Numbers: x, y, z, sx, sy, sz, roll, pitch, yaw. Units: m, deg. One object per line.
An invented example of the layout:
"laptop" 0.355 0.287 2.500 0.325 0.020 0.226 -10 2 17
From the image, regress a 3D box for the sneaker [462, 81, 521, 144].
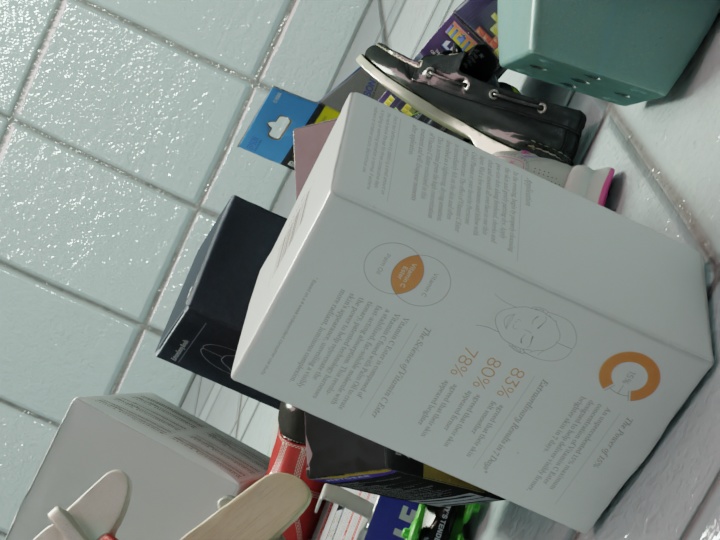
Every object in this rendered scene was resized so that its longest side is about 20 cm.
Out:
"sneaker" 0.072 -0.066 1.459 0.201 0.081 0.074 -66 8 -17

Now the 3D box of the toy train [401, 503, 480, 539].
"toy train" 0.069 0.103 1.166 0.056 0.041 0.201 106 -176 -67

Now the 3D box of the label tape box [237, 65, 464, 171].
"label tape box" 0.008 -0.117 1.602 0.064 0.199 0.144 -69 9 -23

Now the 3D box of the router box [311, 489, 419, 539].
"router box" 0.026 0.139 1.292 0.179 0.049 0.201 142 151 -73

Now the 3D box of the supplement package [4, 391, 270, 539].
"supplement package" -0.175 0.213 1.448 0.192 0.146 0.200 -64 -9 2

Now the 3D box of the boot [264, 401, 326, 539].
"boot" -0.033 0.145 1.427 0.200 0.072 0.145 4 -78 -80

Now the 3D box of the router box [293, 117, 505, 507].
"router box" 0.025 0.028 1.055 0.157 0.052 0.202 22 -118 -59

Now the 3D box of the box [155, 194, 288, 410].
"box" -0.050 0.046 1.516 0.148 0.199 0.108 134 158 -66

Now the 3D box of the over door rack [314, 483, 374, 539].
"over door rack" -0.013 0.254 1.098 0.148 0.066 0.201 -75 -8 -50

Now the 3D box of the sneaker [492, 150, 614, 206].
"sneaker" 0.091 -0.030 1.218 0.200 0.088 0.082 128 164 -61

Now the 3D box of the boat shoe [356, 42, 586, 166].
"boat shoe" 0.081 -0.129 1.317 0.199 0.074 0.066 36 98 39

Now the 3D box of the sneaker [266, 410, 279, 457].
"sneaker" -0.063 0.167 1.678 0.202 0.073 0.118 -69 15 -6

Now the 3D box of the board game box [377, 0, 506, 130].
"board game box" 0.089 -0.174 1.465 0.165 0.057 0.200 -49 -2 41

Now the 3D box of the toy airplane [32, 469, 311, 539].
"toy airplane" -0.130 0.227 1.163 0.141 0.198 0.200 54 -144 -49

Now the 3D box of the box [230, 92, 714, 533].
"box" 0.055 0.022 0.905 0.125 0.199 0.098 -60 11 33

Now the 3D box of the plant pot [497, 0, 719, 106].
"plant pot" 0.161 -0.212 1.129 0.141 0.140 0.202 -177 104 -81
